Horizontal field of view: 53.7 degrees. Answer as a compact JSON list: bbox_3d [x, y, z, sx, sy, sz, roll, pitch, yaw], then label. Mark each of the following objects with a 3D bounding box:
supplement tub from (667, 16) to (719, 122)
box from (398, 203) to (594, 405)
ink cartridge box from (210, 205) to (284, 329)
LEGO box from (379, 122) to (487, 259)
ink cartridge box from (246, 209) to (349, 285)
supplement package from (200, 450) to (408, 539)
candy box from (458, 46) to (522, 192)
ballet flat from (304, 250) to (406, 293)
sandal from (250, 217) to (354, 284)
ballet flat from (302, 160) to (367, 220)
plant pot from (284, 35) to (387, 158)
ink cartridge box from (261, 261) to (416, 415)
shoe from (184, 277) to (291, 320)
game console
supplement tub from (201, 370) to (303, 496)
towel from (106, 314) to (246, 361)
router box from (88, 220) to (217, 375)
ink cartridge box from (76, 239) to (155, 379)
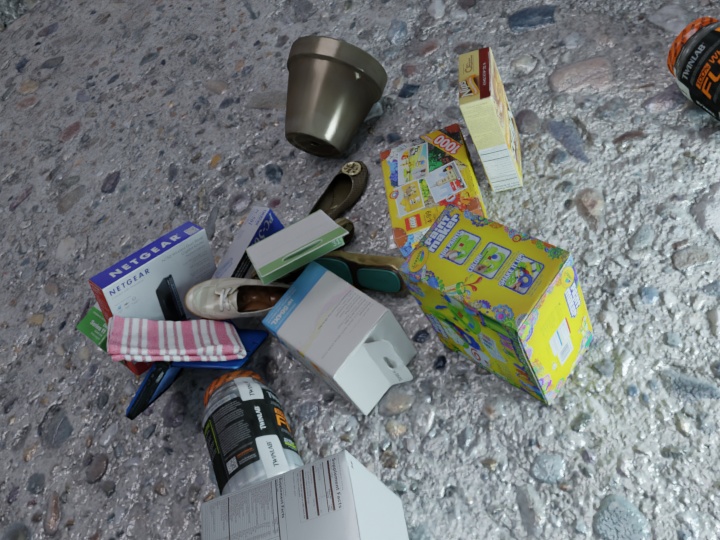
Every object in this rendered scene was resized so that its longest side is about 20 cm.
[{"bbox_3d":[0.548,-0.280,1.033,0.121,0.123,0.201,-32,47,3],"label":"supplement tub"},{"bbox_3d":[0.182,0.045,0.941,0.191,0.201,0.123,28,72,38],"label":"box"},{"bbox_3d":[-0.198,-0.005,1.253,0.044,0.094,0.202,10,63,33],"label":"ink cartridge box"},{"bbox_3d":[0.121,-0.128,1.182,0.147,0.077,0.202,-19,50,14],"label":"LEGO box"},{"bbox_3d":[-0.094,-0.028,1.091,0.144,0.049,0.200,-28,21,-7],"label":"ink cartridge box"},{"bbox_3d":[-0.057,0.347,0.856,0.197,0.192,0.149,-23,50,12],"label":"supplement package"},{"bbox_3d":[0.208,-0.235,1.130,0.054,0.201,0.117,-10,52,22],"label":"candy box"},{"bbox_3d":[0.000,0.000,1.177,0.197,0.070,0.063,10,34,30],"label":"ballet flat"},{"bbox_3d":[-0.103,-0.037,1.234,0.198,0.081,0.054,-33,60,-5],"label":"sandal"},{"bbox_3d":[-0.053,-0.127,1.296,0.067,0.046,0.201,24,70,37],"label":"ballet flat"},{"bbox_3d":[-0.064,-0.318,1.366,0.197,0.199,0.176,10,78,33],"label":"plant pot"},{"bbox_3d":[-0.023,0.104,1.056,0.126,0.129,0.199,-48,48,-12],"label":"ink cartridge box"},{"bbox_3d":[-0.186,0.042,1.164,0.197,0.053,0.071,0,76,-21],"label":"shoe"},{"bbox_3d":[-0.254,0.162,1.133,0.117,0.200,0.172,32,102,0],"label":"game console"},{"bbox_3d":[-0.158,0.251,1.027,0.122,0.123,0.201,-32,49,3],"label":"supplement tub"},{"bbox_3d":[-0.276,0.101,1.068,0.197,0.030,0.146,2,12,-20],"label":"towel"},{"bbox_3d":[-0.329,0.045,1.189,0.048,0.182,0.199,24,48,38],"label":"router box"},{"bbox_3d":[-0.373,0.070,1.258,0.082,0.147,0.201,24,71,37],"label":"ink cartridge box"}]
